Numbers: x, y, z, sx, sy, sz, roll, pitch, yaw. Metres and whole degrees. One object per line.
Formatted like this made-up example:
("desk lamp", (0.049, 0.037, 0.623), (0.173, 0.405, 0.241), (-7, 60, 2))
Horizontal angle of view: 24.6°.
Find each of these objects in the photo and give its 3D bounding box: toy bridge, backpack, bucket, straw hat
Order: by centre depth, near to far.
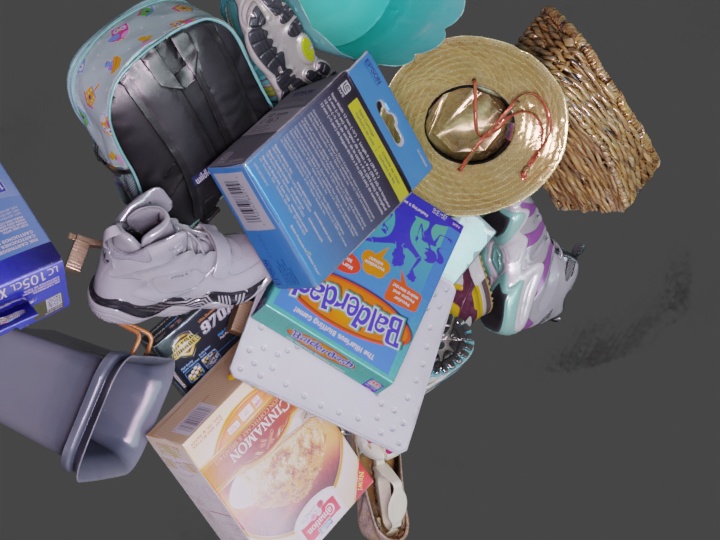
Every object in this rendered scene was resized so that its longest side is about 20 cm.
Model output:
("backpack", (-0.186, -0.162, 1.583), (0.176, 0.153, 0.200), (-37, 141, -14))
("toy bridge", (-0.200, 0.001, 1.661), (0.199, 0.027, 0.067), (22, 78, -13))
("bucket", (-0.006, -0.309, 1.667), (0.206, 0.135, 0.208), (-6, 103, -28))
("straw hat", (0.112, -0.155, 1.736), (0.200, 0.085, 0.202), (-2, 103, -7))

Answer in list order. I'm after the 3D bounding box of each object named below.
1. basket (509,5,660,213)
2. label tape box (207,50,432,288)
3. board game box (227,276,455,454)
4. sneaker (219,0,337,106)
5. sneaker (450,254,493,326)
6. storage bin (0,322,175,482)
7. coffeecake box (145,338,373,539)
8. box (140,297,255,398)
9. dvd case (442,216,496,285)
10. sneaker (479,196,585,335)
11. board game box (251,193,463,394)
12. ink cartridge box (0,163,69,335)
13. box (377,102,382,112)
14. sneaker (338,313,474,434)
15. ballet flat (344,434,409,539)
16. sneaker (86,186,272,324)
("basket", (0.255, -0.182, 1.815), (0.149, 0.143, 0.200), (-49, 117, -24))
("label tape box", (-0.035, -0.098, 1.589), (0.200, 0.066, 0.144), (-47, 118, -35))
("board game box", (-0.017, 0.061, 1.670), (0.199, 0.026, 0.201), (26, 62, -15))
("sneaker", (-0.078, -0.202, 1.646), (0.077, 0.080, 0.200), (-41, 131, -19))
("sneaker", (0.077, -0.016, 1.808), (0.090, 0.075, 0.201), (-33, 113, -24))
("storage bin", (-0.275, 0.106, 1.572), (0.134, 0.200, 0.146), (22, 90, 9))
("coffeecake box", (-0.100, 0.193, 1.689), (0.154, 0.073, 0.200), (-46, 120, -27))
("box", (-0.109, 0.071, 1.742), (0.200, 0.046, 0.159), (-42, 116, -14))
("dvd case", (0.031, -0.012, 1.741), (0.146, 0.022, 0.200), (43, 81, -12))
("sneaker", (0.202, -0.032, 1.878), (0.139, 0.078, 0.201), (-8, 108, -32))
("board game box", (0.000, 0.000, 1.659), (0.152, 0.045, 0.200), (32, 62, -12))
("ink cartridge box", (-0.356, -0.008, 1.506), (0.136, 0.200, 0.076), (-25, 149, -21))
("box", (0.013, -0.172, 1.760), (0.199, 0.039, 0.042), (7, 97, -29))
("sneaker", (0.036, 0.126, 1.787), (0.199, 0.086, 0.078), (-27, 73, -6))
("ballet flat", (0.025, 0.213, 1.831), (0.068, 0.067, 0.201), (-18, 108, -24))
("sneaker", (-0.158, -0.020, 1.551), (0.199, 0.075, 0.115), (-14, 143, -24))
